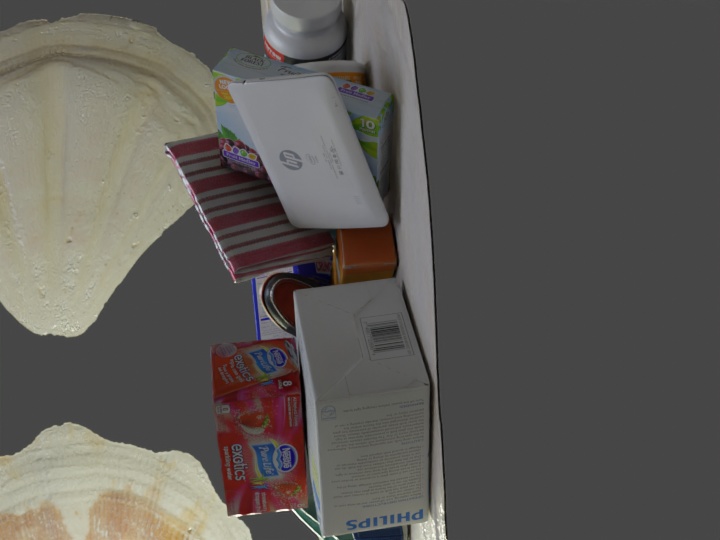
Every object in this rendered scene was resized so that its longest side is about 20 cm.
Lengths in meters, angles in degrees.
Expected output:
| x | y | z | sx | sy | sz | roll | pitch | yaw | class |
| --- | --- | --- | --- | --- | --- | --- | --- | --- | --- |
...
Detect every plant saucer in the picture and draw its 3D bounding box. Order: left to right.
| x | y | z | sx | sy | sz | roll | pitch | yaw | class |
| --- | --- | --- | --- | --- | --- | --- | --- | --- | --- |
| -0.023 | 0.382 | 1.739 | 0.200 | 0.036 | 0.200 | 40 | 165 | 13 | plant saucer |

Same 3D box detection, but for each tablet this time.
| x | y | z | sx | sy | sz | roll | pitch | yaw | class |
| --- | --- | --- | --- | --- | --- | --- | --- | --- | --- |
| -0.055 | -0.125 | 1.320 | 0.014 | 0.129 | 0.201 | -60 | -40 | -41 | tablet |

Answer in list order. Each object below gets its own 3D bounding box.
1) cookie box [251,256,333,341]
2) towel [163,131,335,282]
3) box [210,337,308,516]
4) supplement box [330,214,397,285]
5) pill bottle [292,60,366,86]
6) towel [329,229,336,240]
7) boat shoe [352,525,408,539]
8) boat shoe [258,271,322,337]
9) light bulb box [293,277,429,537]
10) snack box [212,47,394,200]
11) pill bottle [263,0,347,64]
| x | y | z | sx | sy | sz | roll | pitch | yaw | class |
| --- | --- | --- | --- | --- | --- | --- | --- | --- | --- |
| -0.068 | 0.079 | 1.572 | 0.171 | 0.075 | 0.201 | 20 | -118 | -66 | cookie box |
| -0.131 | -0.082 | 1.427 | 0.201 | 0.146 | 0.030 | 60 | 141 | 21 | towel |
| -0.115 | 0.181 | 1.392 | 0.096 | 0.099 | 0.201 | -102 | 9 | -49 | box |
| 0.000 | 0.000 | 1.480 | 0.200 | 0.066 | 0.069 | 102 | 161 | -67 | supplement box |
| -0.043 | -0.155 | 1.511 | 0.116 | 0.116 | 0.201 | -159 | 63 | -83 | pill bottle |
| -0.075 | -0.130 | 1.597 | 0.048 | 0.199 | 0.172 | -11 | 72 | 40 | towel |
| 0.025 | 0.274 | 1.516 | 0.072 | 0.072 | 0.201 | -63 | -34 | -62 | boat shoe |
| -0.036 | 0.071 | 1.455 | 0.200 | 0.071 | 0.063 | 41 | 172 | -24 | boat shoe |
| 0.000 | 0.150 | 1.345 | 0.199 | 0.124 | 0.201 | -105 | 10 | -53 | light bulb box |
| -0.064 | -0.155 | 1.357 | 0.143 | 0.199 | 0.053 | 92 | -158 | -45 | snack box |
| -0.076 | -0.308 | 1.670 | 0.200 | 0.115 | 0.116 | 94 | 169 | -56 | pill bottle |
